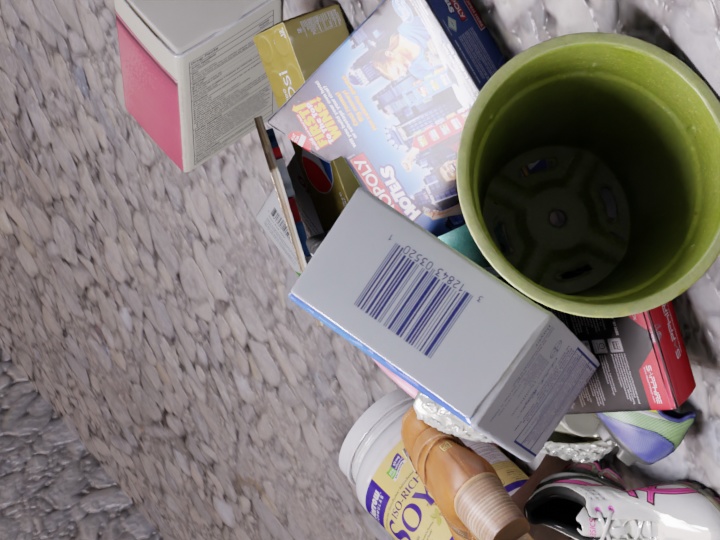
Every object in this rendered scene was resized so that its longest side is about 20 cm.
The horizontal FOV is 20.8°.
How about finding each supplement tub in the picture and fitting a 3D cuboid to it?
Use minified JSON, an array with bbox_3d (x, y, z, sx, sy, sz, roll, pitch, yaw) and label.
[{"bbox_3d":[0.087,0.231,2.062,0.200,0.145,0.146,42,156,30],"label":"supplement tub"}]

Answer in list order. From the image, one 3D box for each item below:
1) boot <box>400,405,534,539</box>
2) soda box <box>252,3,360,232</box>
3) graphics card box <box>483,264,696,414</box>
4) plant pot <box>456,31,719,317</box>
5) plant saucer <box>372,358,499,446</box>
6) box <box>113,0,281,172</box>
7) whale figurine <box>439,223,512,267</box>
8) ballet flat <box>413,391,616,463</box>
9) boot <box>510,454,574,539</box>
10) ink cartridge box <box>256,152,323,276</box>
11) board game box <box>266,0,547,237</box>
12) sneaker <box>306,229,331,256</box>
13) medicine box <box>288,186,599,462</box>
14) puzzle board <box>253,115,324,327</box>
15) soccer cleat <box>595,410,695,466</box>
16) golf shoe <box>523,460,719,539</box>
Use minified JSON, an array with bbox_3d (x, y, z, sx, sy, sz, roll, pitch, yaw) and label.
[{"bbox_3d":[0.099,0.219,1.825,0.155,0.073,0.200,50,159,31],"label":"boot"},{"bbox_3d":[-0.026,-0.135,1.791,0.068,0.064,0.201,-11,99,61],"label":"soda box"},{"bbox_3d":[0.168,0.055,1.616,0.199,0.051,0.126,-8,107,39],"label":"graphics card box"},{"bbox_3d":[0.160,-0.053,1.446,0.200,0.200,0.190,52,172,5],"label":"plant pot"},{"bbox_3d":[0.083,0.084,1.864,0.200,0.051,0.201,34,-165,-10],"label":"plant saucer"},{"bbox_3d":[-0.158,-0.214,1.931,0.109,0.128,0.200,47,157,22],"label":"box"},{"bbox_3d":[0.064,-0.065,1.709,0.159,0.104,0.201,25,146,54],"label":"whale figurine"},{"bbox_3d":[0.148,0.125,1.763,0.199,0.072,0.072,13,180,-19],"label":"ballet flat"},{"bbox_3d":[0.160,0.235,1.900,0.070,0.146,0.201,-121,11,-45],"label":"boot"},{"bbox_3d":[-0.014,-0.046,1.940,0.147,0.083,0.200,54,160,4],"label":"ink cartridge box"},{"bbox_3d":[0.031,-0.126,1.616,0.199,0.062,0.201,-24,102,38],"label":"board game box"},{"bbox_3d":[0.000,0.000,1.718,0.200,0.075,0.077,37,-143,-81],"label":"sneaker"},{"bbox_3d":[0.068,0.046,1.514,0.182,0.103,0.200,34,178,22],"label":"medicine box"},{"bbox_3d":[-0.063,-0.050,1.799,0.200,0.017,0.151,-111,3,-71],"label":"puzzle board"},{"bbox_3d":[0.206,0.075,1.683,0.200,0.084,0.065,50,-159,8],"label":"soccer cleat"},{"bbox_3d":[0.239,0.227,1.755,0.199,0.092,0.073,8,112,42],"label":"golf shoe"}]
